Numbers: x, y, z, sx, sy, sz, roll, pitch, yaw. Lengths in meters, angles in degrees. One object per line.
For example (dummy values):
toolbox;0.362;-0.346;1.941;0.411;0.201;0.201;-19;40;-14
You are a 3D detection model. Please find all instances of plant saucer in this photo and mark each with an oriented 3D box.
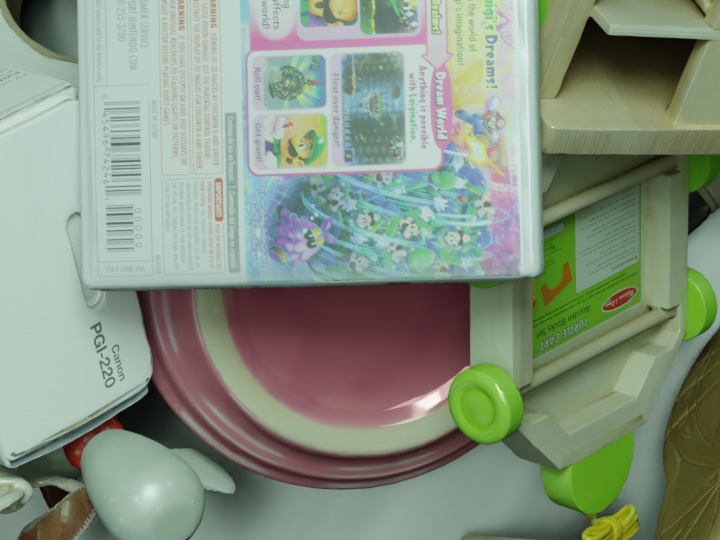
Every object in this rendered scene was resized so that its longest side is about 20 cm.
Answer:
plant saucer;0.000;0.000;1.225;0.200;0.051;0.201;-3;103;-11

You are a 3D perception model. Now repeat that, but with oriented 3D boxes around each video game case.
video game case;-0.021;-0.094;1.128;0.182;0.024;0.200;-2;88;10

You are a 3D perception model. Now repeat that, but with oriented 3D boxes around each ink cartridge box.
ink cartridge box;-0.189;-0.016;1.226;0.085;0.200;0.146;-31;121;-34

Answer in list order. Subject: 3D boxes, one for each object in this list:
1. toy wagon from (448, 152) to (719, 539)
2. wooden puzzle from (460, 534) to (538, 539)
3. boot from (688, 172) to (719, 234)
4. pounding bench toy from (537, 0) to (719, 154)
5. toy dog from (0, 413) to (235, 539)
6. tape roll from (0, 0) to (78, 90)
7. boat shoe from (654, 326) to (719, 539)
toy wagon;0.092;0.023;1.210;0.040;0.155;0.200;16;116;37
wooden puzzle;0.096;0.214;1.234;0.037;0.185;0.200;-4;88;-21
boot;0.052;-0.052;1.298;0.200;0.073;0.151;41;90;-3
pounding bench toy;0.115;-0.169;1.171;0.124;0.200;0.156;-1;131;-24
toy dog;-0.124;0.091;1.260;0.132;0.200;0.096;-15;118;0
tape roll;-0.107;-0.127;1.287;0.202;0.037;0.203;-4;61;7
boat shoe;0.175;0.085;1.246;0.069;0.200;0.074;35;132;-13
